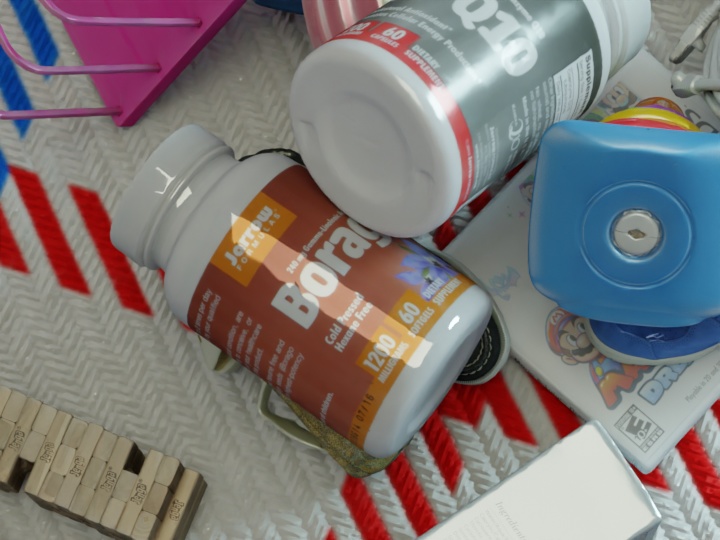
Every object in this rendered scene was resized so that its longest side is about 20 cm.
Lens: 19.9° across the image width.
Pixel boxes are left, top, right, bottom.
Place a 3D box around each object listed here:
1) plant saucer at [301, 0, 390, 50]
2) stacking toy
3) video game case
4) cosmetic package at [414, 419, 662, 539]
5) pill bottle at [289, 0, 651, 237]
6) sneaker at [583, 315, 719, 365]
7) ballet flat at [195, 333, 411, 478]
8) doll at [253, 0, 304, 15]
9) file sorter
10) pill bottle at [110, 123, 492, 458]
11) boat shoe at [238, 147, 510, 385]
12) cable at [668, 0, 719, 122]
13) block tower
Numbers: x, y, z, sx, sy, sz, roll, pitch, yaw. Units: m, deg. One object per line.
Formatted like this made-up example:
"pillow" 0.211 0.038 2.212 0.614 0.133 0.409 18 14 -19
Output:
"plant saucer" 0.062 -0.166 1.231 0.200 0.051 0.201 5 79 -28
"stacking toy" 0.162 -0.056 1.165 0.116 0.200 0.110 6 114 8
"video game case" 0.171 -0.009 1.241 0.182 0.024 0.200 42 80 14
"cosmetic package" 0.069 0.175 1.153 0.200 0.102 0.074 -33 74 -5
"pill bottle" 0.065 -0.113 1.125 0.114 0.114 0.200 41 52 14
"sneaker" 0.225 -0.003 1.164 0.199 0.111 0.077 -10 72 1
"ballet flat" -0.054 0.050 1.222 0.200 0.071 0.071 40 79 16
"doll" -0.024 -0.209 1.290 0.136 0.049 0.200 -24 65 -10
"file sorter" -0.158 -0.196 1.214 0.200 0.125 0.139 -42 68 37
"pill bottle" -0.036 0.006 1.143 0.200 0.112 0.112 34 78 11
"boat shoe" 0.000 0.000 1.222 0.200 0.060 0.076 35 102 17
"cable" 0.277 -0.143 1.123 0.069 0.200 0.200 39 95 -22
"block tower" -0.193 0.107 1.215 0.199 0.054 0.058 20 75 9
